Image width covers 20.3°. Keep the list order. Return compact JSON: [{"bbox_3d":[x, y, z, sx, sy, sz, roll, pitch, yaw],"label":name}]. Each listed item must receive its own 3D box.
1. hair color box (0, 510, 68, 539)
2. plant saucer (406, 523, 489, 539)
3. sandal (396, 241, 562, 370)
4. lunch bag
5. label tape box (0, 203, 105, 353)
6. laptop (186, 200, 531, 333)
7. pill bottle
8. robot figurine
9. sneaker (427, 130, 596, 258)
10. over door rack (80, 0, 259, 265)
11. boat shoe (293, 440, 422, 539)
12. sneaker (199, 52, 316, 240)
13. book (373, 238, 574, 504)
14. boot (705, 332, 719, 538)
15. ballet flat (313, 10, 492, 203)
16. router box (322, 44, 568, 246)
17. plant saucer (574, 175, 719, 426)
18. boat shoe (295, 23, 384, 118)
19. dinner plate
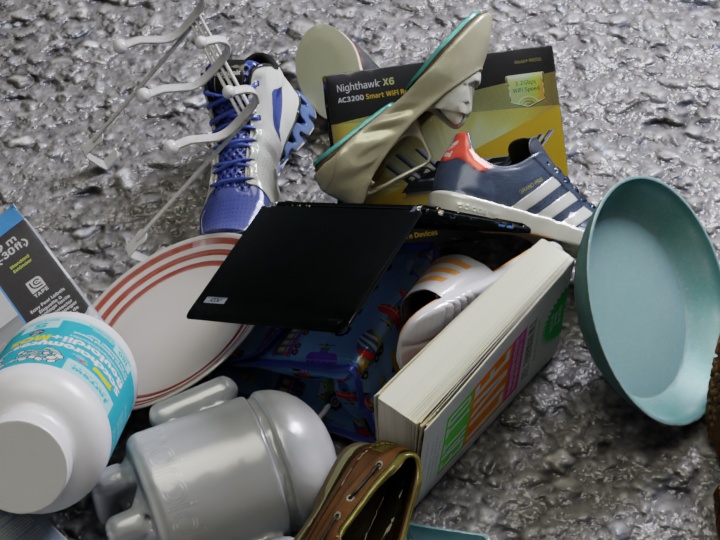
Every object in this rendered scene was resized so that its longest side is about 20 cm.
[{"bbox_3d":[-0.261,0.215,1.492,0.061,0.099,0.200,-37,56,-24],"label":"hair color box"},{"bbox_3d":[0.044,0.276,1.472,0.069,0.019,0.201,7,50,10],"label":"plant saucer"},{"bbox_3d":[0.081,0.021,1.586,0.059,0.079,0.206,35,39,25],"label":"sandal"},{"bbox_3d":[-0.043,0.047,1.648,0.199,0.094,0.151,9,47,31],"label":"lunch bag"},{"bbox_3d":[-0.306,0.035,1.653,0.143,0.066,0.200,-38,57,-5],"label":"label tape box"},{"bbox_3d":[0.000,0.000,1.558,0.177,0.199,0.104,4,87,44],"label":"laptop"},{"bbox_3d":[-0.230,0.109,1.473,0.110,0.111,0.200,-2,16,3],"label":"pill bottle"},{"bbox_3d":[-0.102,0.160,1.520,0.199,0.113,0.170,-19,62,-12],"label":"robot figurine"},{"bbox_3d":[0.156,-0.063,1.660,0.199,0.075,0.085,15,82,-20],"label":"sneaker"},{"bbox_3d":[-0.176,-0.124,1.722,0.066,0.200,0.148,10,37,-38],"label":"over door rack"},{"bbox_3d":[-0.014,0.215,1.454,0.068,0.072,0.201,-6,60,56],"label":"boat shoe"},{"bbox_3d":[-0.108,-0.118,1.751,0.080,0.115,0.200,-5,46,25],"label":"sneaker"},{"bbox_3d":[0.089,0.083,1.561,0.048,0.134,0.200,33,59,22],"label":"book"},{"bbox_3d":[0.324,0.122,1.549,0.107,0.075,0.201,-1,63,-1],"label":"boot"},{"bbox_3d":[0.049,-0.125,1.654,0.200,0.069,0.070,-43,53,6],"label":"ballet flat"},{"bbox_3d":[0.075,-0.102,1.718,0.199,0.158,0.052,-9,4,-3],"label":"router box"},{"bbox_3d":[0.226,0.026,1.592,0.036,0.200,0.201,-13,37,40],"label":"plant saucer"},{"bbox_3d":[0.009,-0.153,1.825,0.062,0.071,0.200,12,28,-46],"label":"boat shoe"},{"bbox_3d":[-0.155,0.046,1.647,0.199,0.024,0.201,-23,34,17],"label":"dinner plate"}]
